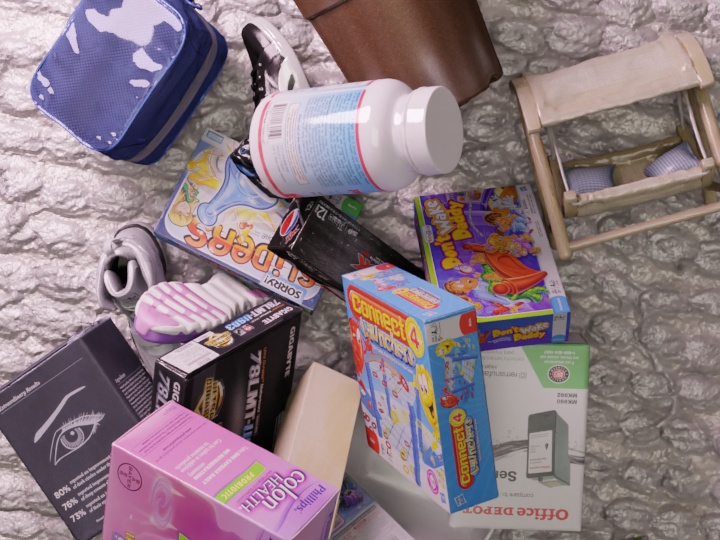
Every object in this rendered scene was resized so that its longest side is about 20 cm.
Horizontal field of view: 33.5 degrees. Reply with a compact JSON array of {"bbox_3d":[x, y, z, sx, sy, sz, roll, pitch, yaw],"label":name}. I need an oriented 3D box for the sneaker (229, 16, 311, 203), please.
[{"bbox_3d":[-0.105,-0.171,1.303,0.111,0.073,0.201,-28,87,-17],"label":"sneaker"}]

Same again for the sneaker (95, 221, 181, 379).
[{"bbox_3d":[-0.242,0.048,1.337,0.074,0.115,0.202,-15,96,8],"label":"sneaker"}]

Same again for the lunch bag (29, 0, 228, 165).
[{"bbox_3d":[-0.241,-0.223,1.299,0.136,0.132,0.201,39,98,14],"label":"lunch bag"}]

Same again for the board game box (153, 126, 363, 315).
[{"bbox_3d":[-0.113,-0.055,1.338,0.198,0.034,0.137,25,77,-1],"label":"board game box"}]

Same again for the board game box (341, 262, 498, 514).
[{"bbox_3d":[0.056,0.111,1.198,0.055,0.200,0.198,-15,107,-20],"label":"board game box"}]

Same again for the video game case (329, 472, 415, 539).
[{"bbox_3d":[-0.071,0.289,1.257,0.199,0.024,0.182,-33,56,-28],"label":"video game case"}]

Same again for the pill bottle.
[{"bbox_3d":[-0.003,-0.131,1.188,0.198,0.108,0.110,-1,98,32],"label":"pill bottle"}]

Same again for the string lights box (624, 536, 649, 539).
[{"bbox_3d":[0.242,0.361,1.357,0.197,0.103,0.060,-10,97,4],"label":"string lights box"}]

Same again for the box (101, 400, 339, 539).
[{"bbox_3d":[-0.139,0.255,1.137,0.198,0.097,0.178,24,120,19],"label":"box"}]

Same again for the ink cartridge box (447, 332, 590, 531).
[{"bbox_3d":[0.166,0.169,1.275,0.144,0.084,0.203,1,96,2],"label":"ink cartridge box"}]

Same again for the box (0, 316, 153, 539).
[{"bbox_3d":[-0.301,0.179,1.356,0.147,0.104,0.201,-32,94,12],"label":"box"}]

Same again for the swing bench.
[{"bbox_3d":[0.280,-0.137,1.282,0.197,0.130,0.202,-15,96,5],"label":"swing bench"}]

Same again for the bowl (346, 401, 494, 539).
[{"bbox_3d":[0.077,0.203,1.362,0.198,0.075,0.202,18,98,1],"label":"bowl"}]

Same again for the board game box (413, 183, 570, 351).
[{"bbox_3d":[0.135,-0.004,1.271,0.133,0.201,0.045,-7,134,-2],"label":"board game box"}]

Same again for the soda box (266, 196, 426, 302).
[{"bbox_3d":[0.000,0.000,1.300,0.199,0.063,0.071,35,76,-26],"label":"soda box"}]

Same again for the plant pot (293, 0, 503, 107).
[{"bbox_3d":[0.042,-0.260,1.256,0.199,0.200,0.200,-26,102,6],"label":"plant pot"}]

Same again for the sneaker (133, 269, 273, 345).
[{"bbox_3d":[-0.175,0.059,1.309,0.080,0.199,0.089,37,115,21],"label":"sneaker"}]

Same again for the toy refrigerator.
[{"bbox_3d":[-0.053,0.203,1.257,0.069,0.201,0.076,26,133,-11],"label":"toy refrigerator"}]

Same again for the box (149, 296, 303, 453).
[{"bbox_3d":[-0.146,0.152,1.281,0.049,0.198,0.202,25,120,27],"label":"box"}]
